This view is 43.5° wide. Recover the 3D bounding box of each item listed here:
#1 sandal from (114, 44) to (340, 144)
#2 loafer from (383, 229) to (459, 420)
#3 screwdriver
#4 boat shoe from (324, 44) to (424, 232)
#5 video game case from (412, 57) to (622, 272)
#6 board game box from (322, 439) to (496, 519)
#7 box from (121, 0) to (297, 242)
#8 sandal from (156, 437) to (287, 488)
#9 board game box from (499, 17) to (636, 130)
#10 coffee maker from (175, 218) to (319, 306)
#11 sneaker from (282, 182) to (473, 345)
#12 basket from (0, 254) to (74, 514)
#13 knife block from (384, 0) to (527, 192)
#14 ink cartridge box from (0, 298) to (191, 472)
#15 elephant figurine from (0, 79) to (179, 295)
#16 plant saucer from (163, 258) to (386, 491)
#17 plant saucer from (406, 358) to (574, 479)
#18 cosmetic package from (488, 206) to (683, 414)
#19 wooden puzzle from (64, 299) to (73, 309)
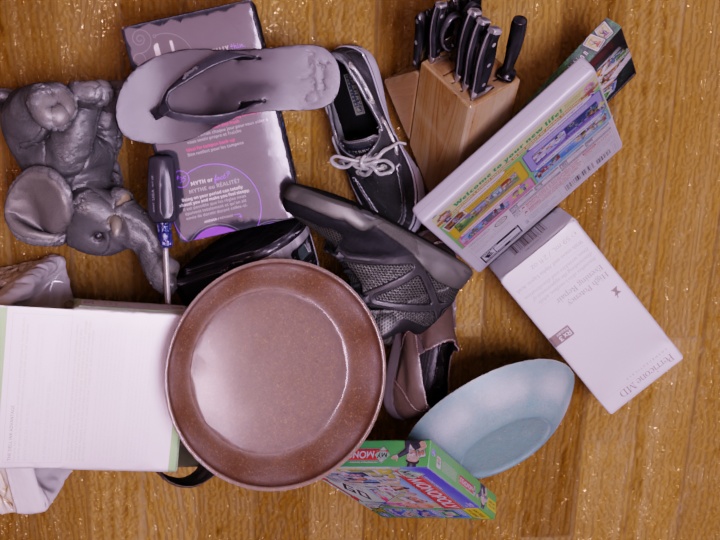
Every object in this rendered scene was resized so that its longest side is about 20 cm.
[{"bbox_3d":[-0.117,-0.159,0.776,0.200,0.043,0.076,-14,105,-2],"label":"sandal"},{"bbox_3d":[0.076,0.059,0.923,0.073,0.071,0.201,2,95,-41],"label":"loafer"},{"bbox_3d":[-0.171,-0.004,0.812,0.029,0.028,0.201,-5,97,6],"label":"screwdriver"},{"bbox_3d":[0.009,-0.120,0.882,0.073,0.068,0.200,-8,107,22],"label":"boat shoe"},{"bbox_3d":[0.158,-0.092,0.867,0.200,0.182,0.022,-42,63,8],"label":"video game case"},{"bbox_3d":[0.045,0.217,0.923,0.134,0.029,0.200,-5,150,26],"label":"board game box"},{"bbox_3d":[-0.135,-0.143,0.857,0.122,0.106,0.201,-12,106,-2],"label":"box"},{"bbox_3d":[-0.161,0.173,0.857,0.201,0.057,0.080,2,122,32],"label":"sandal"},{"bbox_3d":[0.184,-0.144,0.881,0.200,0.105,0.023,-46,66,7],"label":"board game box"},{"bbox_3d":[-0.102,0.067,0.904,0.192,0.135,0.200,-25,105,5],"label":"coffee maker"},{"bbox_3d":[0.000,0.000,0.837,0.199,0.076,0.114,29,94,-26],"label":"sneaker"},{"bbox_3d":[-0.367,0.111,0.872,0.160,0.198,0.201,-9,107,4],"label":"basket"},{"bbox_3d":[0.105,-0.153,0.829,0.064,0.175,0.200,-30,107,-22],"label":"knife block"},{"bbox_3d":[-0.251,0.098,0.774,0.199,0.048,0.146,5,98,-16],"label":"ink cartridge box"},{"bbox_3d":[-0.265,-0.075,0.851,0.141,0.155,0.201,-9,102,-27],"label":"elephant figurine"},{"bbox_3d":[-0.075,0.090,0.795,0.200,0.037,0.201,1,88,-22],"label":"plant saucer"},{"bbox_3d":[0.142,0.170,0.937,0.201,0.039,0.201,-17,142,-13],"label":"plant saucer"},{"bbox_3d":[0.236,0.042,0.949,0.102,0.074,0.200,-41,103,8],"label":"cosmetic package"},{"bbox_3d":[-0.195,0.116,0.904,0.200,0.037,0.185,8,124,29],"label":"wooden puzzle"}]
